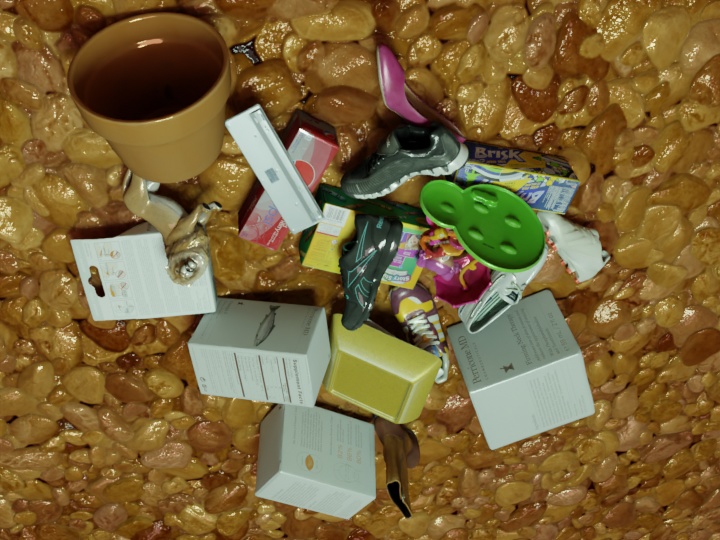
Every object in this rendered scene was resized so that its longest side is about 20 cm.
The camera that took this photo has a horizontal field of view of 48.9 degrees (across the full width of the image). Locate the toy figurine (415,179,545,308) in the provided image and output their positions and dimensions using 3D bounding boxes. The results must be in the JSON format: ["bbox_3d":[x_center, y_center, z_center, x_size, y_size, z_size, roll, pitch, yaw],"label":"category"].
[{"bbox_3d":[0.147,-0.023,1.191,0.197,0.152,0.185,22,142,-7],"label":"toy figurine"}]

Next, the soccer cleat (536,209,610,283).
[{"bbox_3d":[0.348,-0.054,1.301,0.077,0.070,0.200,-39,134,9],"label":"soccer cleat"}]

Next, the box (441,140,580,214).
[{"bbox_3d":[0.227,-0.143,1.210,0.196,0.071,0.065,8,127,-15],"label":"box"}]

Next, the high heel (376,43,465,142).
[{"bbox_3d":[0.084,-0.240,1.109,0.094,0.068,0.201,-12,133,12],"label":"high heel"}]

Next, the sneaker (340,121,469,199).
[{"bbox_3d":[0.048,-0.163,1.123,0.197,0.067,0.091,-14,142,26],"label":"sneaker"}]

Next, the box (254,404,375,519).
[{"bbox_3d":[-0.081,0.347,1.460,0.198,0.154,0.106,22,134,-23],"label":"box"}]

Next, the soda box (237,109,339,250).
[{"bbox_3d":[-0.110,-0.129,1.166,0.069,0.064,0.201,21,120,-24],"label":"soda box"}]

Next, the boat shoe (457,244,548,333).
[{"bbox_3d":[0.250,0.033,1.347,0.073,0.067,0.201,27,118,-27],"label":"boat shoe"}]

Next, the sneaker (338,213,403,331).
[{"bbox_3d":[0.000,0.000,1.214,0.078,0.076,0.202,19,116,-6],"label":"sneaker"}]

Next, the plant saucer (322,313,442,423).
[{"bbox_3d":[0.022,0.182,1.351,0.197,0.049,0.201,23,141,7],"label":"plant saucer"}]

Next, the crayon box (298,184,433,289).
[{"bbox_3d":[0.013,-0.050,1.249,0.197,0.059,0.120,12,124,-19],"label":"crayon box"}]

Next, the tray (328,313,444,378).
[{"bbox_3d":[0.038,0.146,1.358,0.199,0.022,0.107,34,140,-7],"label":"tray"}]

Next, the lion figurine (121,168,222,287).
[{"bbox_3d":[-0.283,-0.081,1.142,0.200,0.072,0.122,46,109,0],"label":"lion figurine"}]

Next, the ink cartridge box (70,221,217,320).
[{"bbox_3d":[-0.332,-0.001,1.237,0.196,0.048,0.162,-4,127,-3],"label":"ink cartridge box"}]

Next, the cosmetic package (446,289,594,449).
[{"bbox_3d":[0.282,0.175,1.395,0.197,0.169,0.168,-21,128,5],"label":"cosmetic package"}]

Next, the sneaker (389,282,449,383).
[{"bbox_3d":[0.110,0.106,1.362,0.074,0.091,0.201,-25,128,8],"label":"sneaker"}]

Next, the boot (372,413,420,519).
[{"bbox_3d":[0.083,0.373,1.486,0.067,0.201,0.190,-16,128,3],"label":"boot"}]

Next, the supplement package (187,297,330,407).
[{"bbox_3d":[-0.159,0.130,1.280,0.196,0.118,0.119,4,128,12],"label":"supplement package"}]

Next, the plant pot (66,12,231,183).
[{"bbox_3d":[-0.254,-0.208,1.013,0.196,0.203,0.141,-9,144,-3],"label":"plant pot"}]

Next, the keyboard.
[{"bbox_3d":[-0.118,-0.138,1.115,0.056,0.011,0.201,-20,124,15],"label":"keyboard"}]
